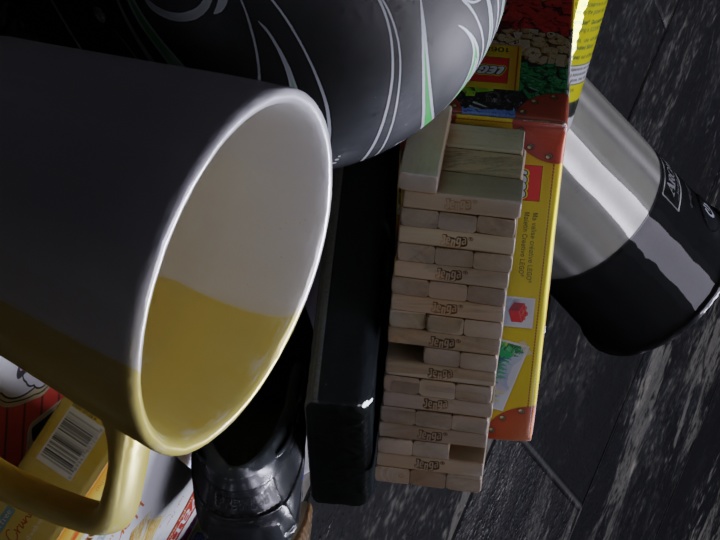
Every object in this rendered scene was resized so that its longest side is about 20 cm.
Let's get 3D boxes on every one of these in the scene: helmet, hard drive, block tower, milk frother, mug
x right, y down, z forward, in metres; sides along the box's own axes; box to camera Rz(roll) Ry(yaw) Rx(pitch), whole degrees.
[{"bbox_3d":[-0.032,-0.134,1.060,0.200,0.200,0.191,-59,140,-28],"label":"helmet"},{"bbox_3d":[0.000,0.000,1.218,0.140,0.033,0.200,90,6,-65],"label":"hard drive"},{"bbox_3d":[0.041,0.019,1.149,0.054,0.058,0.200,-79,174,-49],"label":"block tower"},{"bbox_3d":[0.091,-0.032,1.536,0.200,0.181,0.188,-43,121,6],"label":"milk frother"},{"bbox_3d":[-0.120,-0.007,0.977,0.187,0.153,0.149,-65,159,-13],"label":"mug"}]

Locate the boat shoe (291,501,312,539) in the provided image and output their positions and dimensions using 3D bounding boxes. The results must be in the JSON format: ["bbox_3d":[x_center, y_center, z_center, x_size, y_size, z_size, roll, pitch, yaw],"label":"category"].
[{"bbox_3d":[-0.066,0.164,1.291,0.200,0.072,0.072,-68,163,-77],"label":"boat shoe"}]

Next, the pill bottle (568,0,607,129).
[{"bbox_3d":[0.084,-0.177,1.325,0.112,0.112,0.200,-22,131,-63],"label":"pill bottle"}]

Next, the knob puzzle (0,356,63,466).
[{"bbox_3d":[-0.132,0.058,1.180,0.220,0.030,0.220,-52,153,-40],"label":"knob puzzle"}]

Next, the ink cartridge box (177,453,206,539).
[{"bbox_3d":[-0.075,0.118,1.368,0.120,0.042,0.200,-68,161,-4],"label":"ink cartridge box"}]

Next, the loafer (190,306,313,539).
[{"bbox_3d":[-0.055,0.049,1.223,0.201,0.068,0.071,-93,179,-47],"label":"loafer"}]

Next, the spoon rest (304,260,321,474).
[{"bbox_3d":[-0.017,0.037,1.346,0.200,0.060,0.100,-73,152,-49],"label":"spoon rest"}]

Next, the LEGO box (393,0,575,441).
[{"bbox_3d":[0.060,-0.040,1.230,0.149,0.077,0.200,-81,175,-49],"label":"LEGO box"}]

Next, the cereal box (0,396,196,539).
[{"bbox_3d":[-0.137,0.139,1.159,0.144,0.039,0.200,-58,166,-7],"label":"cereal box"}]
